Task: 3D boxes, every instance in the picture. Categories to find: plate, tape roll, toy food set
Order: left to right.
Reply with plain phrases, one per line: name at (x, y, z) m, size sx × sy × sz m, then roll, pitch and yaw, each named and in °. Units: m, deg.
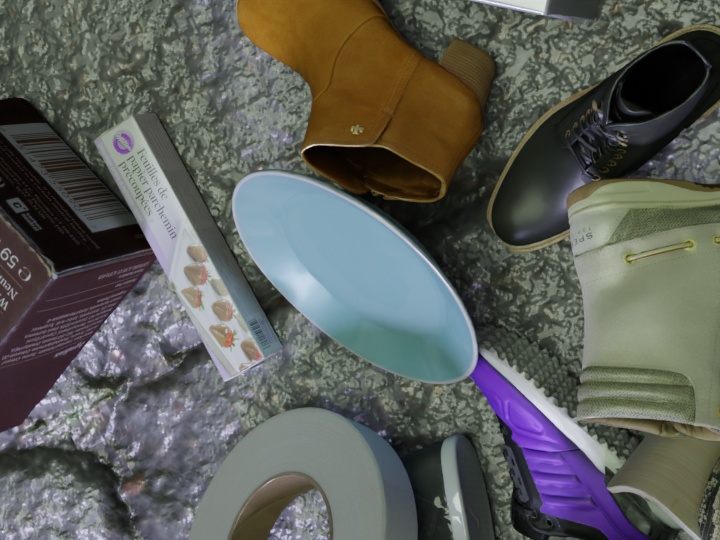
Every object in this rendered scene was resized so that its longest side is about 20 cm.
tape roll at (-0.046, 0.196, 1.066) m, size 0.201 × 0.037 × 0.205 m, roll -23°, pitch 54°, yaw 36°
plate at (0.000, 0.000, 1.031) m, size 0.199 × 0.201 × 0.026 m, roll 33°, pitch 65°, yaw 12°
toy food set at (0.271, 0.154, 0.975) m, size 0.200 × 0.061 × 0.143 m, roll 42°, pitch 65°, yaw 8°

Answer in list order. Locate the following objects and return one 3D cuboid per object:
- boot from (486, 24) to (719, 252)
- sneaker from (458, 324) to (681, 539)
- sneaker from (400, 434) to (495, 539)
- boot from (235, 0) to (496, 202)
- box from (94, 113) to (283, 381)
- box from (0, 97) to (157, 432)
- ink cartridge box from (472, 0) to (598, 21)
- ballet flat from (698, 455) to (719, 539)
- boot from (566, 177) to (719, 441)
boot at (0.145, -0.083, 0.970) m, size 0.078 × 0.138 × 0.200 m, roll 47°, pitch 110°, yaw 7°
sneaker at (0.124, 0.129, 1.042) m, size 0.200 × 0.069 × 0.100 m, roll 43°, pitch 110°, yaw 10°
sneaker at (0.043, 0.222, 1.068) m, size 0.098 × 0.071 × 0.203 m, roll -15°, pitch 70°, yaw 25°
boot at (-0.016, -0.120, 1.014) m, size 0.199 × 0.145 × 0.071 m, roll 19°, pitch 134°, yaw 12°
box at (-0.124, -0.018, 1.124) m, size 0.038 × 0.041 × 0.202 m, roll -30°, pitch 88°, yaw 20°
box at (-0.284, 0.005, 1.115) m, size 0.166 × 0.164 × 0.200 m, roll 44°, pitch 108°, yaw 8°
ink cartridge box at (0.085, -0.268, 0.961) m, size 0.145 × 0.146 × 0.203 m, roll 14°, pitch 102°, yaw 17°
ballet flat at (0.277, 0.093, 0.927) m, size 0.068 × 0.075 × 0.200 m, roll 46°, pitch 66°, yaw 4°
boot at (0.225, 0.027, 0.947) m, size 0.197 × 0.072 × 0.157 m, roll 2°, pitch 74°, yaw -6°
